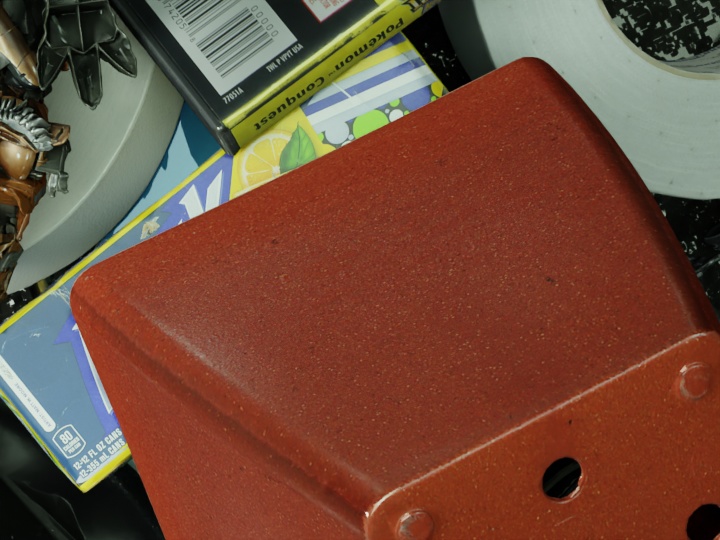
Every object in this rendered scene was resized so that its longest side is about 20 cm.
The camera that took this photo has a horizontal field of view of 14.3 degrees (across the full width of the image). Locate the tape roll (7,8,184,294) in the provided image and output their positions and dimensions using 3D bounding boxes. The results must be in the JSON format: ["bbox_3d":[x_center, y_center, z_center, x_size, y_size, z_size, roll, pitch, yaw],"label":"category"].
[{"bbox_3d":[-0.163,-0.086,1.127,0.202,0.037,0.204,-5,75,18],"label":"tape roll"}]

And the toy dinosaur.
[{"bbox_3d":[-0.140,-0.085,1.027,0.102,0.136,0.201,-15,85,-8],"label":"toy dinosaur"}]

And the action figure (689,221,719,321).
[{"bbox_3d":[0.209,0.061,1.163,0.119,0.102,0.200,-43,90,-17],"label":"action figure"}]

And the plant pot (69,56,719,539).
[{"bbox_3d":[0.044,0.074,0.994,0.199,0.176,0.200,-26,118,-13],"label":"plant pot"}]

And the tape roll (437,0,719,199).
[{"bbox_3d":[0.131,-0.131,1.137,0.200,0.066,0.201,-2,100,-12],"label":"tape roll"}]

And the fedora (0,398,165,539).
[{"bbox_3d":[-0.152,0.131,1.118,0.200,0.201,0.092,35,118,-3],"label":"fedora"}]

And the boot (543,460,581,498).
[{"bbox_3d":[0.071,0.170,1.118,0.073,0.154,0.204,29,86,-3],"label":"boot"}]

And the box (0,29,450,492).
[{"bbox_3d":[-0.048,-0.005,1.075,0.200,0.064,0.070,-39,91,-7],"label":"box"}]

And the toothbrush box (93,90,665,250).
[{"bbox_3d":[0.000,0.000,1.153,0.200,0.085,0.147,25,85,-2],"label":"toothbrush box"}]

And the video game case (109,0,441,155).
[{"bbox_3d":[-0.033,-0.168,1.080,0.181,0.026,0.200,-37,65,-4],"label":"video game case"}]
